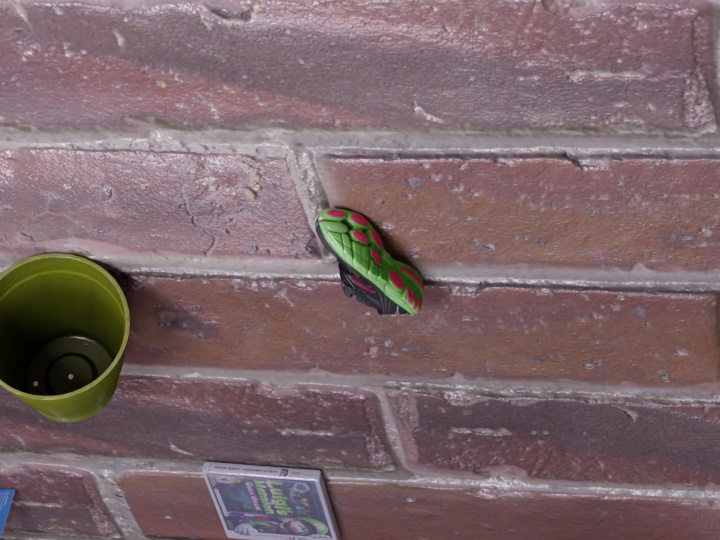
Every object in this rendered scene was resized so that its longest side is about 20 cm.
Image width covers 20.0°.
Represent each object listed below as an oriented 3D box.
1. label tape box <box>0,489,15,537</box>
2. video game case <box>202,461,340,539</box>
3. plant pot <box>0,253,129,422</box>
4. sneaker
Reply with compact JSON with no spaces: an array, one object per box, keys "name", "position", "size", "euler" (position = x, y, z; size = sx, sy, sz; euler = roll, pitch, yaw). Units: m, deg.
[{"name":"label tape box","position":[-0.652,0.382,3.165],"size":[0.198,0.144,0.066],"euler":[0,144,17]},{"name":"video game case","position":[-0.132,0.354,3.079],"size":[0.180,0.023,0.201],"euler":[3,143,12]},{"name":"plant pot","position":[-0.394,0.108,2.694],"size":[0.199,0.202,0.193],"euler":[9,157,4]},{"name":"sneaker","position":[0.000,0.000,2.507],"size":[0.083,0.077,0.200],"euler":[-18,134,29]}]
